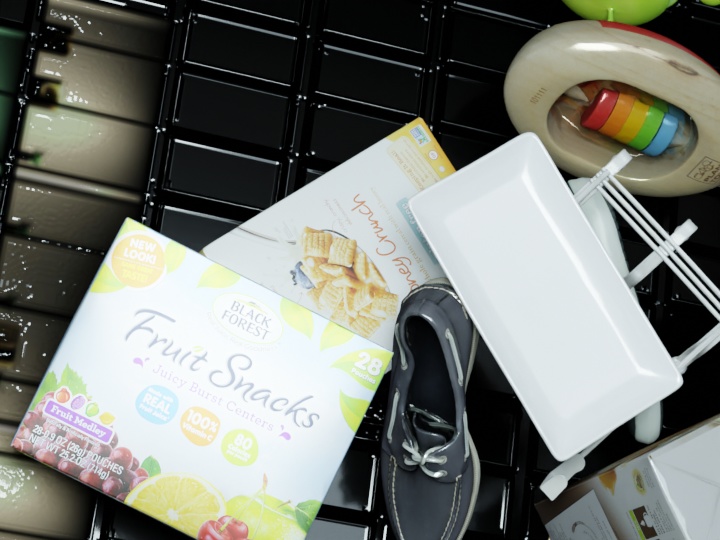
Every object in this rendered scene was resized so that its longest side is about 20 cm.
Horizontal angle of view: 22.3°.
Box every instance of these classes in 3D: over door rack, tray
[{"bbox_3d":[0.156,0.035,1.272,0.200,0.067,0.148,-43,84,3],"label":"over door rack"},{"bbox_3d":[0.121,0.017,1.221,0.107,0.022,0.201,-29,86,-15],"label":"tray"}]

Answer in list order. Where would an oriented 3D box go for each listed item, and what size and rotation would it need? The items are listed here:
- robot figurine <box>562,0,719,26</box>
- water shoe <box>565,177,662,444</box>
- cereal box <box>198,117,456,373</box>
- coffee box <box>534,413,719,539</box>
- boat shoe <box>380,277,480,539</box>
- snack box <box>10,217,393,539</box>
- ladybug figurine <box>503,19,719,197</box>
[{"bbox_3d":[0.220,-0.268,1.407,0.175,0.116,0.200,34,67,24],"label":"robot figurine"},{"bbox_3d":[0.167,0.035,1.343,0.079,0.071,0.201,-16,80,7],"label":"water shoe"},{"bbox_3d":[0.000,0.000,1.302,0.200,0.040,0.144,-33,89,-23],"label":"cereal box"},{"bbox_3d":[0.213,0.156,1.239,0.114,0.200,0.080,-22,81,-22],"label":"coffee box"},{"bbox_3d":[0.040,0.107,1.231,0.072,0.063,0.201,9,106,20],"label":"boat shoe"},{"bbox_3d":[-0.104,0.085,1.208,0.199,0.068,0.169,28,82,-5],"label":"snack box"},{"bbox_3d":[0.200,-0.125,1.361,0.199,0.136,0.072,24,44,-16],"label":"ladybug figurine"}]
